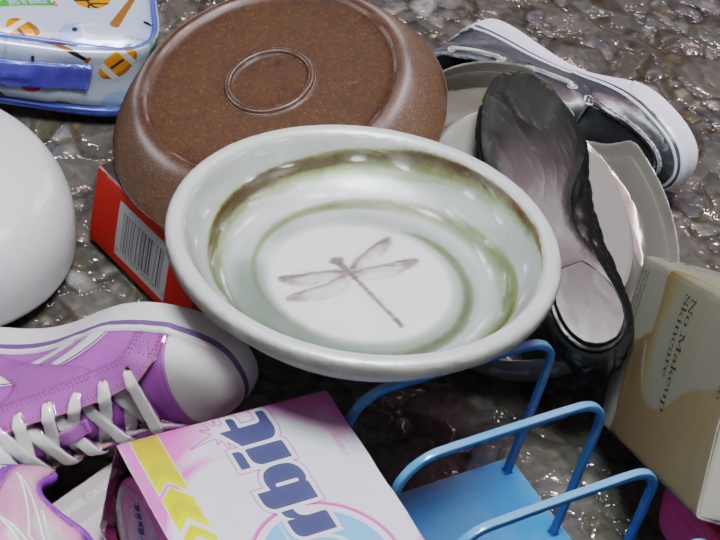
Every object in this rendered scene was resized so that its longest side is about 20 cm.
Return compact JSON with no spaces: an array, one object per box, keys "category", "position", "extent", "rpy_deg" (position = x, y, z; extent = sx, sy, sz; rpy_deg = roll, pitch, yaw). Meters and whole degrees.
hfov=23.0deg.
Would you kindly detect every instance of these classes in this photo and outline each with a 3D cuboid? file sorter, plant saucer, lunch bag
[{"category":"file sorter","position":[0.083,0.149,0.862],"extent":[0.138,0.123,0.200],"rpy_deg":[-14,48,-30]},{"category":"plant saucer","position":[-0.050,-0.099,1.018],"extent":[0.199,0.035,0.201],"rpy_deg":[-6,49,7]},{"category":"plant saucer","position":[0.000,0.000,0.891],"extent":[0.198,0.050,0.201],"rpy_deg":[5,37,-4]},{"category":"lunch bag","position":[-0.231,-0.170,1.155],"extent":[0.198,0.076,0.161],"rpy_deg":[4,45,-13]}]

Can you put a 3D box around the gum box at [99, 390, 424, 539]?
[{"category":"gum box","position":[-0.024,0.157,0.796],"extent":[0.113,0.066,0.200],"rpy_deg":[-12,49,-30]}]

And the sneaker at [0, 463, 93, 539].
[{"category":"sneaker","position":[-0.142,0.153,0.761],"extent":[0.088,0.081,0.201],"rpy_deg":[-1,44,-34]}]

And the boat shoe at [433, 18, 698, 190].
[{"category":"boat shoe","position":[0.131,-0.106,1.195],"extent":[0.200,0.072,0.068],"rpy_deg":[35,43,25]}]

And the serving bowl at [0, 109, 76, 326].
[{"category":"serving bowl","position":[-0.258,-0.050,1.009],"extent":[0.199,0.066,0.201],"rpy_deg":[10,36,-7]}]

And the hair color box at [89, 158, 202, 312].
[{"category":"hair color box","position":[-0.055,-0.046,1.080],"extent":[0.199,0.061,0.101],"rpy_deg":[-26,56,-38]}]

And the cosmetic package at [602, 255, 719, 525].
[{"category":"cosmetic package","position":[0.189,0.061,0.909],"extent":[0.071,0.106,0.200],"rpy_deg":[14,5,-7]}]

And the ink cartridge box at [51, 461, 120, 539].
[{"category":"ink cartridge box","position":[-0.117,0.195,0.809],"extent":[0.176,0.045,0.200],"rpy_deg":[36,45,22]}]

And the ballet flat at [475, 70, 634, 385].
[{"category":"ballet flat","position":[0.105,-0.028,1.008],"extent":[0.066,0.057,0.201],"rpy_deg":[-8,61,-8]}]

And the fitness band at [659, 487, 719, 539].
[{"category":"fitness band","position":[0.232,0.147,0.905],"extent":[0.143,0.038,0.200],"rpy_deg":[14,11,-9]}]

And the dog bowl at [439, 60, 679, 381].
[{"category":"dog bowl","position":[0.093,-0.025,1.057],"extent":[0.199,0.059,0.201],"rpy_deg":[13,59,-23]}]

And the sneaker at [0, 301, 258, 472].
[{"category":"sneaker","position":[-0.150,0.082,0.871],"extent":[0.199,0.073,0.115],"rpy_deg":[-9,36,24]}]
